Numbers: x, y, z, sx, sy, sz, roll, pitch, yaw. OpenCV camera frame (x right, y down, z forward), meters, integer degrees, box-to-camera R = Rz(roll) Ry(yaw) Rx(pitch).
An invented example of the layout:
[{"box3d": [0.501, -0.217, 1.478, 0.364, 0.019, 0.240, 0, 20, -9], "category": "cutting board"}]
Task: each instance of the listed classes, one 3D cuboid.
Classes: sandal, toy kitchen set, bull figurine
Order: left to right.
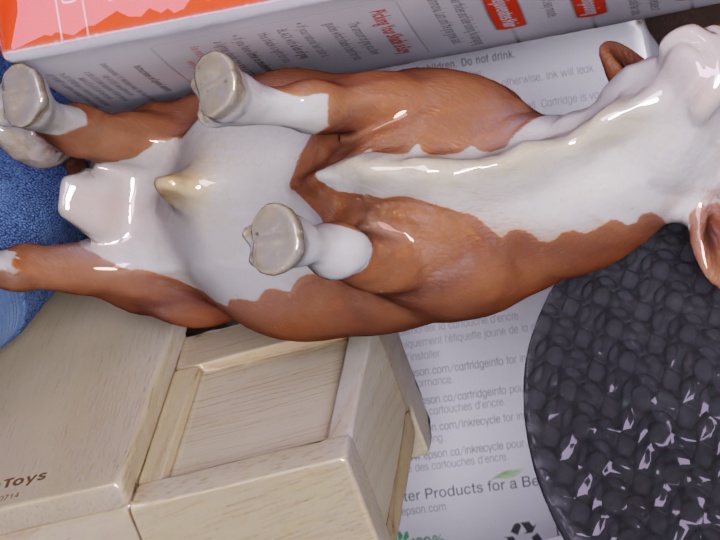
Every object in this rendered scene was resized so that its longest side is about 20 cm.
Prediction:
[{"box3d": [-0.062, 0.096, 0.763, 0.199, 0.181, 0.163, -14, 26, 14], "category": "toy kitchen set"}, {"box3d": [-0.007, -0.019, 0.641, 0.199, 0.121, 0.066, -10, 79, 43], "category": "bull figurine"}, {"box3d": [0.085, 0.071, 0.619, 0.075, 0.045, 0.201, -18, 57, 13], "category": "sandal"}]

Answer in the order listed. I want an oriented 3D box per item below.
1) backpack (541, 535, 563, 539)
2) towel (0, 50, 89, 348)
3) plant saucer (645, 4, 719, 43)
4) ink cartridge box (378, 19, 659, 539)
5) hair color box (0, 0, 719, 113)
[{"box3d": [0.079, 0.161, 0.679, 0.182, 0.147, 0.201, -12, 63, 16], "category": "backpack"}, {"box3d": [-0.133, 0.008, 0.725, 0.111, 0.049, 0.200, -9, 30, 33], "category": "towel"}, {"box3d": [0.135, -0.079, 0.802, 0.200, 0.034, 0.202, -16, 69, 45], "category": "plant saucer"}, {"box3d": [0.000, 0.000, 0.804, 0.196, 0.047, 0.202, -8, 87, 18], "category": "ink cartridge box"}, {"box3d": [0.017, -0.089, 0.671, 0.198, 0.102, 0.062, -10, 83, 6], "category": "hair color box"}]
